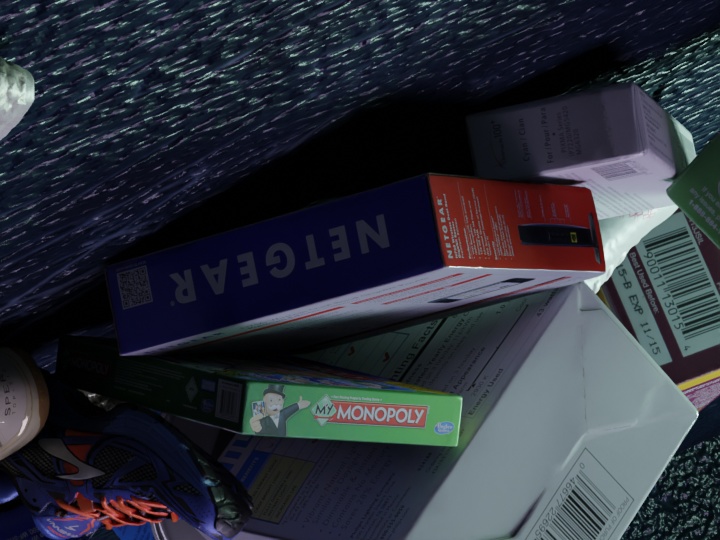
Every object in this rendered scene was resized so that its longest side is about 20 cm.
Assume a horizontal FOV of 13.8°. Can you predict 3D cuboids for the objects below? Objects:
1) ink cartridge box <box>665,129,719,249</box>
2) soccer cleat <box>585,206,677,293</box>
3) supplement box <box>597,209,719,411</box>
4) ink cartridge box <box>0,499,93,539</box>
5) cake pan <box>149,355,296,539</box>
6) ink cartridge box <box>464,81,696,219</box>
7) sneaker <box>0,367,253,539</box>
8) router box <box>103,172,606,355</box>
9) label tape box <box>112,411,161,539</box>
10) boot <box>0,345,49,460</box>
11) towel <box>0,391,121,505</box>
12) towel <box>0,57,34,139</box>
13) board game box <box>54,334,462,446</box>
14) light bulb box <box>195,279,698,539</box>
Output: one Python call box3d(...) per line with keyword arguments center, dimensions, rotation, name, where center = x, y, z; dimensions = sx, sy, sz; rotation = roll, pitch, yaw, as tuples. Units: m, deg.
box3d(center=(0.287, -0.065, 1.596), dimensions=(0.200, 0.145, 0.087), rotation=(-48, 161, 18), name="ink cartridge box")
box3d(center=(0.122, -0.001, 1.836), dimensions=(0.200, 0.087, 0.070), rotation=(-21, 168, -19), name="soccer cleat")
box3d(center=(0.188, 0.037, 2.046), dimensions=(0.103, 0.131, 0.200), rotation=(-20, 167, -16), name="supplement box")
box3d(center=(-0.207, 0.158, 1.887), dimensions=(0.099, 0.039, 0.200), rotation=(-24, -175, 6), name="ink cartridge box")
box3d(center=(-0.041, 0.104, 1.774), dimensions=(0.200, 0.201, 0.037), rotation=(-14, -151, -42), name="cake pan")
box3d(center=(0.086, -0.051, 1.637), dimensions=(0.176, 0.045, 0.200), rotation=(-12, 171, 13), name="ink cartridge box")
box3d(center=(-0.134, 0.112, 1.572), dimensions=(0.200, 0.079, 0.075), rotation=(17, 164, 44), name="sneaker")
box3d(center=(0.000, 0.000, 1.546), dimensions=(0.200, 0.049, 0.179), rotation=(-15, 171, 29), name="router box")
box3d(center=(-0.052, 0.100, 1.879), dimensions=(0.200, 0.063, 0.144), rotation=(-28, 155, -37), name="label tape box")
box3d(center=(-0.275, 0.107, 1.540), dimensions=(0.200, 0.073, 0.155), rotation=(-33, 167, 29), name="boot")
box3d(center=(-0.223, 0.116, 1.788), dimensions=(0.200, 0.037, 0.148), rotation=(-20, 167, -22), name="towel")
box3d(center=(-0.230, -0.028, 1.107), dimensions=(0.200, 0.035, 0.132), rotation=(-29, 169, 20), name="towel")
box3d(center=(-0.058, 0.063, 1.583), dimensions=(0.134, 0.029, 0.200), rotation=(4, -177, -34), name="board game box")
box3d(center=(0.043, 0.108, 1.658), dimensions=(0.200, 0.125, 0.198), rotation=(6, -126, 54), name="light bulb box")
